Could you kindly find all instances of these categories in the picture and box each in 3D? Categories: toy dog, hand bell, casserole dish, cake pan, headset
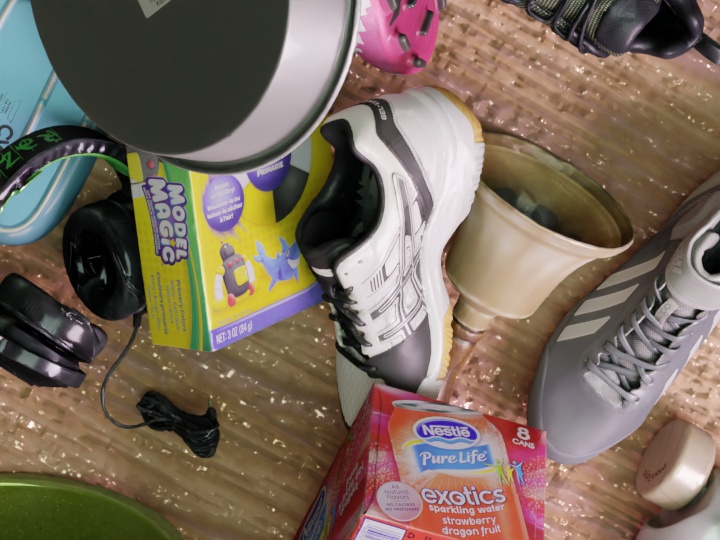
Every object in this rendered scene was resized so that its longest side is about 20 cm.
[{"bbox_3d":[0.170,0.186,1.637,0.132,0.096,0.200,12,104,-8],"label":"toy dog"},{"bbox_3d":[0.054,0.036,1.606,0.104,0.104,0.200,25,115,-11],"label":"hand bell"},{"bbox_3d":[-0.183,-0.099,1.558,0.121,0.039,0.200,25,102,-11],"label":"casserole dish"},{"bbox_3d":[-0.086,-0.142,1.427,0.200,0.037,0.200,10,106,38],"label":"cake pan"},{"bbox_3d":[-0.135,0.018,1.553,0.124,0.094,0.200,-43,136,-19],"label":"headset"}]

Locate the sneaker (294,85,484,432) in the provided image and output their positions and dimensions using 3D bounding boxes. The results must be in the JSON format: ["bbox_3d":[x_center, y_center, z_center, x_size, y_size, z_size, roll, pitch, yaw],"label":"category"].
[{"bbox_3d":[0.000,0.000,1.546,0.088,0.076,0.200,-9,116,-37],"label":"sneaker"}]

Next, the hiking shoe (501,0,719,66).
[{"bbox_3d":[0.104,-0.155,1.500,0.200,0.101,0.076,13,109,-42],"label":"hiking shoe"}]

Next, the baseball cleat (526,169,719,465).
[{"bbox_3d":[0.156,0.021,1.587,0.070,0.106,0.200,36,94,1],"label":"baseball cleat"}]

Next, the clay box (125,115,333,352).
[{"bbox_3d":[-0.068,-0.071,1.538,0.048,0.115,0.200,7,111,37],"label":"clay box"}]

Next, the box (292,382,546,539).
[{"bbox_3d":[0.018,0.164,1.576,0.100,0.095,0.200,16,134,-10],"label":"box"}]

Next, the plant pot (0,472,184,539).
[{"bbox_3d":[-0.189,0.239,1.585,0.200,0.200,0.190,0,116,-5],"label":"plant pot"}]

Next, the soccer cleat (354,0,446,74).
[{"bbox_3d":[-0.022,-0.163,1.508,0.086,0.200,0.070,8,70,26],"label":"soccer cleat"}]
